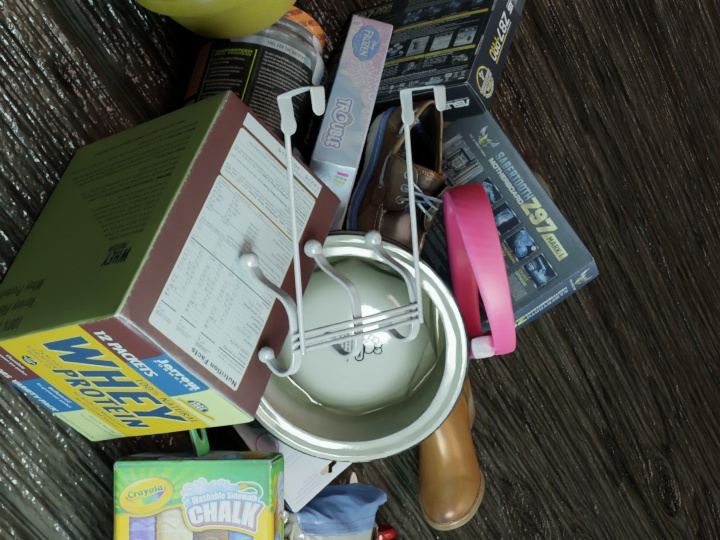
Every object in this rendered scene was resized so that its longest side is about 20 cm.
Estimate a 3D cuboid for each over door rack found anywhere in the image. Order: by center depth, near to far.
[{"bbox_3d":[-0.013,-0.037,0.890,0.147,0.066,0.201,-12,112,-49],"label":"over door rack"}]

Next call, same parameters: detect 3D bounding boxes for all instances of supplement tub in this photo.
[{"bbox_3d":[-0.099,-0.132,1.099,0.122,0.122,0.201,38,57,-43],"label":"supplement tub"}]

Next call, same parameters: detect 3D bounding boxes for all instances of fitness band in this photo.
[{"bbox_3d":[0.096,0.001,1.047,0.200,0.037,0.145,78,1,-89],"label":"fitness band"}]

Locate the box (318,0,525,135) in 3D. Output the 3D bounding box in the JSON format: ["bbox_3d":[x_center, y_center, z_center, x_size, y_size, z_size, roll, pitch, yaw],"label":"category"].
[{"bbox_3d":[0.054,-0.214,1.247,0.049,0.199,0.162,47,49,-38],"label":"box"}]

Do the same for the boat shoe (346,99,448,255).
[{"bbox_3d":[0.038,-0.072,1.127,0.072,0.072,0.201,22,59,-32],"label":"boat shoe"}]

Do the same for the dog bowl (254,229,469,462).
[{"bbox_3d":[-0.009,0.055,1.036,0.074,0.199,0.201,-77,149,-71],"label":"dog bowl"}]

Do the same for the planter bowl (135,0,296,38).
[{"bbox_3d":[-0.110,-0.257,1.060,0.201,0.199,0.084,-62,147,-36],"label":"planter bowl"}]

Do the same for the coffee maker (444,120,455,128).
[{"bbox_3d":[0.119,-0.047,1.321,0.192,0.134,0.201,13,56,-53],"label":"coffee maker"}]

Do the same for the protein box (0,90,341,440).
[{"bbox_3d":[-0.153,0.003,0.937,0.135,0.198,0.201,43,52,-32],"label":"protein box"}]

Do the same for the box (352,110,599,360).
[{"bbox_3d":[0.108,-0.037,1.186,0.200,0.157,0.051,57,5,22],"label":"box"}]

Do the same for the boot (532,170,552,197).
[{"bbox_3d":[0.186,-0.024,1.503,0.154,0.072,0.201,-6,89,-55],"label":"boot"}]

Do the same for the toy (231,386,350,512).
[{"bbox_3d":[-0.089,0.106,1.100,0.115,0.047,0.201,-35,92,-43],"label":"toy"}]

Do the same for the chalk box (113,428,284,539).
[{"bbox_3d":[-0.123,0.201,0.980,0.124,0.123,0.201,68,23,-85],"label":"chalk box"}]

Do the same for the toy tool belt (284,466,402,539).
[{"bbox_3d":[-0.028,0.231,1.140,0.199,0.124,0.124,-3,93,-50],"label":"toy tool belt"}]

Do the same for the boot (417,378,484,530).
[{"bbox_3d":[0.075,0.155,1.300,0.201,0.073,0.155,-87,160,-48],"label":"boot"}]

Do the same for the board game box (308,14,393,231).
[{"bbox_3d":[-0.024,-0.092,1.129,0.200,0.043,0.201,108,-3,-47],"label":"board game box"}]
